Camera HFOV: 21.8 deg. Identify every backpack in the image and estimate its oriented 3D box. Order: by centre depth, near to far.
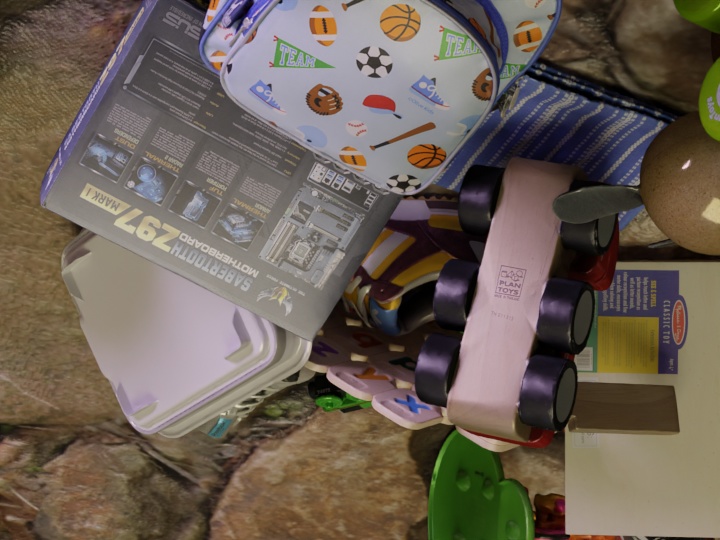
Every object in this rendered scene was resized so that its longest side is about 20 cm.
[{"bbox_3d":[0.019,-0.153,1.033,0.200,0.154,0.191,25,127,-18],"label":"backpack"}]

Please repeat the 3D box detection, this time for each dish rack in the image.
[{"bbox_3d":[-0.133,0.021,1.303,0.043,0.172,0.200,-20,172,-46],"label":"dish rack"}]

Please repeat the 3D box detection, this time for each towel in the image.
[{"bbox_3d":[0.113,-0.080,1.234,0.199,0.024,0.145,18,145,-17],"label":"towel"}]

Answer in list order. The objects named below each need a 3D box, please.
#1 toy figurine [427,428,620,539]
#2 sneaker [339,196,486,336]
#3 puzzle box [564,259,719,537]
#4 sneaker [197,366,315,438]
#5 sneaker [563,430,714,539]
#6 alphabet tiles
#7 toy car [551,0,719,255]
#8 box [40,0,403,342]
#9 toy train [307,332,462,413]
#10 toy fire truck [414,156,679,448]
[{"bbox_3d":[0.177,0.208,1.550,0.183,0.151,0.200,4,179,-20],"label":"toy figurine"},{"bbox_3d":[0.000,0.000,1.309,0.199,0.090,0.075,-3,145,13],"label":"sneaker"},{"bbox_3d":[0.213,0.090,1.341,0.133,0.201,0.025,1,-175,9],"label":"puzzle box"},{"bbox_3d":[-0.088,0.083,1.379,0.075,0.087,0.200,14,175,-22],"label":"sneaker"},{"bbox_3d":[0.216,0.165,1.439,0.071,0.098,0.201,-30,100,2],"label":"sneaker"},{"bbox_3d":[0.041,0.070,1.326,0.200,0.195,0.015,29,111,27],"label":"alphabet tiles"},{"bbox_3d":[0.213,-0.074,1.096,0.164,0.158,0.200,17,141,-33],"label":"toy car"},{"bbox_3d":[-0.077,-0.067,1.170,0.200,0.051,0.158,27,105,-17],"label":"box"},{"bbox_3d":[0.051,0.079,1.466,0.199,0.042,0.056,-15,151,28],"label":"toy train"},{"bbox_3d":[0.140,0.038,1.244,0.128,0.177,0.200,10,169,23],"label":"toy fire truck"}]
